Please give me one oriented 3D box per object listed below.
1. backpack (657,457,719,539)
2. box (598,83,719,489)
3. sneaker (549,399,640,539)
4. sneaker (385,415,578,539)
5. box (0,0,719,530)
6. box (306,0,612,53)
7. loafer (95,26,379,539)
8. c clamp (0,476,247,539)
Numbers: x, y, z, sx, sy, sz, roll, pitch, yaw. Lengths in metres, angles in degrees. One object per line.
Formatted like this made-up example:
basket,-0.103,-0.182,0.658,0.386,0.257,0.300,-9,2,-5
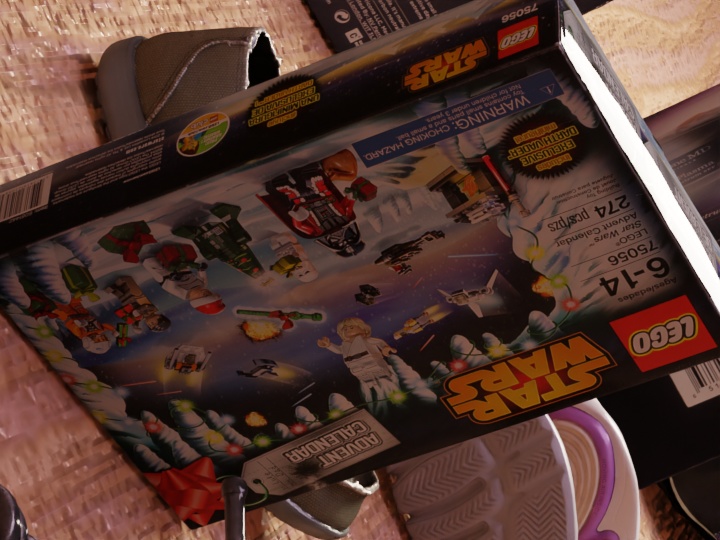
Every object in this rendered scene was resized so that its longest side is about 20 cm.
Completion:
backpack,0.257,0.109,1.698,0.200,0.150,0.178,56,16,-49
box,0.187,-0.003,1.507,0.123,0.200,0.198,60,16,-21
sneaker,0.080,0.053,1.291,0.200,0.075,0.100,66,16,-3
sneaker,0.044,0.043,1.183,0.200,0.078,0.112,66,16,-1
box,0.000,0.000,0.863,0.137,0.200,0.040,54,26,-37
box,0.065,-0.200,1.412,0.104,0.182,0.200,58,17,-27
loafer,-0.034,-0.002,0.999,0.200,0.070,0.075,69,15,9
c clamp,-0.073,0.117,0.787,0.200,0.027,0.171,38,38,-60
